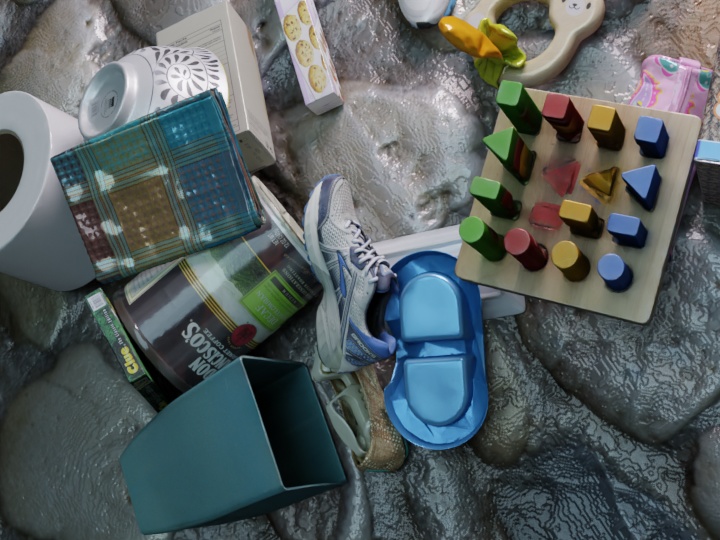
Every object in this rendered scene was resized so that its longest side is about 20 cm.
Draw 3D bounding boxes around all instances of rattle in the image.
[{"bbox_3d":[0.190,-0.285,1.105,0.198,0.143,0.132,-23,54,21],"label":"rattle"}]

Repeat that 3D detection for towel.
[{"bbox_3d":[-0.207,-0.081,1.082,0.198,0.022,0.148,-19,98,15],"label":"towel"}]

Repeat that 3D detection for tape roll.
[{"bbox_3d":[-0.381,-0.090,1.256,0.200,0.139,0.206,-11,69,32],"label":"tape roll"}]

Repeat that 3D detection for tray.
[{"bbox_3d":[0.074,0.009,1.152,0.197,0.022,0.109,-12,77,18],"label":"tray"}]

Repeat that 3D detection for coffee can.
[{"bbox_3d":[-0.146,0.017,1.153,0.199,0.146,0.147,-40,69,2],"label":"coffee can"}]

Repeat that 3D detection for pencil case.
[{"bbox_3d":[0.294,-0.108,1.057,0.086,0.087,0.203,16,85,22],"label":"pencil case"}]

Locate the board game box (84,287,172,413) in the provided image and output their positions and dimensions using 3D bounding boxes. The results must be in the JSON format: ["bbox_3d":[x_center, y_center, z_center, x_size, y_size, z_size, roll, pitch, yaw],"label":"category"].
[{"bbox_3d":[-0.246,0.096,1.160,0.023,0.200,0.106,-27,72,-9],"label":"board game box"}]

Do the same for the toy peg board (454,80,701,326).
[{"bbox_3d":[0.193,-0.075,0.995,0.197,0.098,0.203,14,85,26],"label":"toy peg board"}]

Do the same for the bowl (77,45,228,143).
[{"bbox_3d":[-0.241,-0.166,1.146,0.199,0.094,0.204,-19,61,37],"label":"bowl"}]

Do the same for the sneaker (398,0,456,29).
[{"bbox_3d":[0.067,-0.374,1.192,0.074,0.087,0.203,-2,81,18],"label":"sneaker"}]

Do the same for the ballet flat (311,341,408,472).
[{"bbox_3d":[-0.013,0.121,1.133,0.071,0.065,0.202,-49,60,48],"label":"ballet flat"}]

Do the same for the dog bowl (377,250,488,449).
[{"bbox_3d":[0.080,0.081,1.106,0.110,0.049,0.203,-5,87,18],"label":"dog bowl"}]

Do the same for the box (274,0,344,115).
[{"bbox_3d":[-0.068,-0.282,1.249,0.041,0.039,0.203,-20,74,14],"label":"box"}]

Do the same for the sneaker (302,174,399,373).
[{"bbox_3d":[0.000,0.000,1.082,0.084,0.077,0.203,-8,90,32],"label":"sneaker"}]

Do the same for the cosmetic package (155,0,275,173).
[{"bbox_3d":[-0.169,-0.201,1.227,0.104,0.071,0.202,-20,58,15],"label":"cosmetic package"}]

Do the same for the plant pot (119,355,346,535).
[{"bbox_3d":[-0.149,0.200,1.140,0.198,0.141,0.143,-27,72,20],"label":"plant pot"}]

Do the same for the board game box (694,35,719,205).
[{"bbox_3d":[0.384,-0.170,0.995,0.096,0.159,0.203,11,84,23],"label":"board game box"}]
